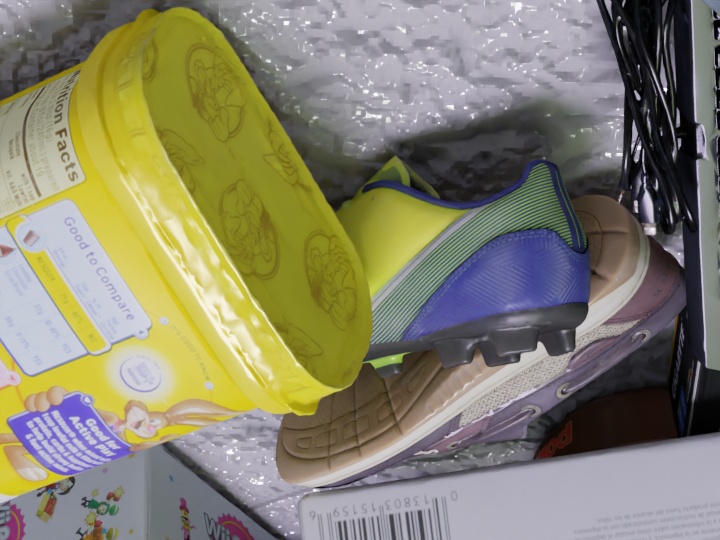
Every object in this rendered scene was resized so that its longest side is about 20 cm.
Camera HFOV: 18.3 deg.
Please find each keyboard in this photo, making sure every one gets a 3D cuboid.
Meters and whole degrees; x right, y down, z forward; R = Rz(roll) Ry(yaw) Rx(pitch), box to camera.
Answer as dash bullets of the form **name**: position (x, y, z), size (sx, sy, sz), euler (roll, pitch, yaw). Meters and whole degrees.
- **keyboard**: position (0.138, -0.045, 0.781), size (0.104, 0.040, 0.201), euler (-5, 116, 5)

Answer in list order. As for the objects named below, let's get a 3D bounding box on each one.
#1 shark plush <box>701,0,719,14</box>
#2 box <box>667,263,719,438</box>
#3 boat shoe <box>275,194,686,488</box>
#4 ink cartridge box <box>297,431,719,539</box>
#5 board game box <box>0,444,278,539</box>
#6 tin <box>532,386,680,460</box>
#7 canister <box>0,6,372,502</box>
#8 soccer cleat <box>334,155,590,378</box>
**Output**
- **shark plush**: position (0.080, -0.163, 0.655), size (0.090, 0.084, 0.200), euler (-12, 141, 12)
- **box**: position (0.211, 0.000, 0.896), size (0.159, 0.050, 0.200), euler (-5, 141, -1)
- **boat shoe**: position (0.049, 0.042, 0.921), size (0.200, 0.072, 0.065), euler (-36, 129, 29)
- **ink cartridge box**: position (0.083, 0.165, 0.923), size (0.199, 0.175, 0.044), euler (-9, 170, 12)
- **board game box**: position (-0.141, 0.165, 1.069), size (0.199, 0.065, 0.148), euler (-23, 138, 23)
- **tin**: position (0.174, 0.105, 1.033), size (0.199, 0.042, 0.112), euler (13, 143, -18)
- **canister**: position (-0.117, 0.007, 0.830), size (0.199, 0.087, 0.149), euler (-21, 114, 25)
- **soccer cleat**: position (0.001, 0.000, 0.879), size (0.199, 0.084, 0.065), euler (-7, 174, 33)
